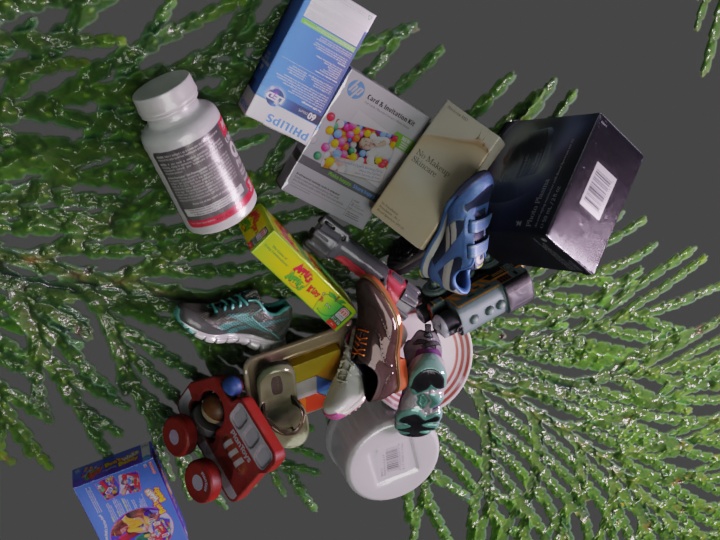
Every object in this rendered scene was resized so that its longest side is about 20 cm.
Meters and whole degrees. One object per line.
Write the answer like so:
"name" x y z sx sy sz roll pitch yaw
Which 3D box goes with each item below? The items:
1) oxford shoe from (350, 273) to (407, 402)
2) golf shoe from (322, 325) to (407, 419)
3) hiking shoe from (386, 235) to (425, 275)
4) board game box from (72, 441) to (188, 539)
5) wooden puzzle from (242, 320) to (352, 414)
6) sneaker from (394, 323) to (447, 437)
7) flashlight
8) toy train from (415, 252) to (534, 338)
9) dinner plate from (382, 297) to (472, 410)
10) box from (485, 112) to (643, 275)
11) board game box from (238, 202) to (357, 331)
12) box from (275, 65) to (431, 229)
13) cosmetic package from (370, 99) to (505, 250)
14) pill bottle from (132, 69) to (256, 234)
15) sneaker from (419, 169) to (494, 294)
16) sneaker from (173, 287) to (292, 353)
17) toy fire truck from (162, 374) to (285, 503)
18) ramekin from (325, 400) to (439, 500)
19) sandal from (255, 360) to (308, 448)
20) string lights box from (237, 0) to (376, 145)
"oxford shoe" 0.020 0.105 1.233 0.072 0.071 0.202 -25 110 -34
"golf shoe" -0.008 0.142 1.304 0.201 0.075 0.092 -54 128 -24
"hiking shoe" 0.139 -0.035 1.322 0.199 0.076 0.101 -31 120 -3
"board game box" -0.384 0.397 1.375 0.133 0.045 0.202 -18 122 -11
"wooden puzzle" -0.093 0.182 1.331 0.198 0.037 0.186 -22 137 -22
"sneaker" 0.101 0.172 1.351 0.077 0.141 0.201 8 134 -6
"flashlight" 0.000 0.000 1.272 0.199 0.068 0.068 36 72 -13
"toy train" 0.191 0.042 1.352 0.198 0.114 0.086 -26 122 -15
"dinner plate" 0.100 0.146 1.408 0.198 0.024 0.203 -2 96 -19
"box" 0.278 -0.115 1.223 0.123 0.198 0.202 33 77 -30
"board game box" -0.094 -0.004 1.234 0.048 0.102 0.200 -41 123 5
"box" -0.010 -0.179 1.209 0.155 0.041 0.201 25 105 -31
"cosmetic package" 0.116 -0.139 1.225 0.103 0.073 0.201 36 100 13
"pill bottle" -0.225 -0.159 1.096 0.110 0.111 0.201 -26 123 -6
"sneaker" 0.156 -0.052 1.182 0.074 0.082 0.201 -23 143 -42
"sneaker" -0.190 0.064 1.258 0.198 0.078 0.092 14 108 -37
"toy fire truck" -0.207 0.250 1.270 0.112 0.201 0.168 -3 142 -51
"ramekin" 0.045 0.312 1.462 0.198 0.098 0.203 -9 120 -16
"sandal" -0.123 0.224 1.284 0.079 0.058 0.202 -22 137 -13
"string lights box" -0.075 -0.286 1.115 0.102 0.059 0.201 23 107 -29
